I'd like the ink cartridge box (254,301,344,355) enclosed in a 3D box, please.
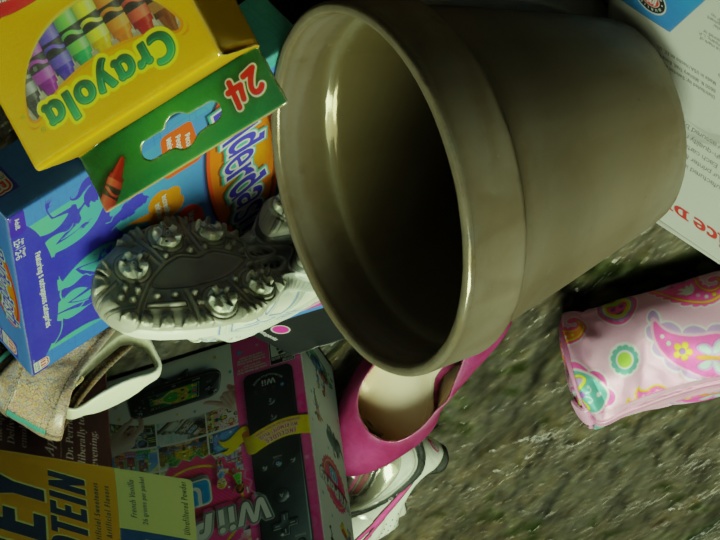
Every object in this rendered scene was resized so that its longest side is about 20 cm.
[{"bbox_3d":[0.000,0.000,1.491,0.199,0.037,0.095,-21,144,36],"label":"ink cartridge box"}]

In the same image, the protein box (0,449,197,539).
[{"bbox_3d":[-0.220,0.214,1.407,0.199,0.135,0.199,11,138,-24],"label":"protein box"}]

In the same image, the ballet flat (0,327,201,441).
[{"bbox_3d":[-0.131,0.030,1.433,0.200,0.067,0.068,-44,163,-23],"label":"ballet flat"}]

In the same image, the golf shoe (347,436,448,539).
[{"bbox_3d":[-0.013,0.179,1.721,0.092,0.073,0.200,13,137,-27],"label":"golf shoe"}]

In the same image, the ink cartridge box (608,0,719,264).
[{"bbox_3d":[0.214,-0.101,1.337,0.084,0.146,0.201,-38,147,-25],"label":"ink cartridge box"}]

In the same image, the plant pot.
[{"bbox_3d":[0.074,-0.060,1.297,0.173,0.200,0.200,-15,147,-27],"label":"plant pot"}]

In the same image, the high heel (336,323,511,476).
[{"bbox_3d":[0.032,0.075,1.560,0.067,0.096,0.200,48,117,2],"label":"high heel"}]

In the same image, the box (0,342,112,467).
[{"bbox_3d":[-0.276,0.084,1.479,0.199,0.167,0.164,19,135,-30],"label":"box"}]

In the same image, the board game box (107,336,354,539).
[{"bbox_3d":[-0.085,0.148,1.565,0.147,0.201,0.064,-18,142,11],"label":"board game box"}]

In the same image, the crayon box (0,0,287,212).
[{"bbox_3d":[-0.138,-0.141,1.212,0.127,0.201,0.051,-30,179,25],"label":"crayon box"}]

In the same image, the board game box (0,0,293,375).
[{"bbox_3d":[-0.120,-0.047,1.347,0.200,0.045,0.152,-35,152,-22],"label":"board game box"}]

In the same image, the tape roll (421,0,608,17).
[{"bbox_3d":[0.059,-0.100,1.414,0.202,0.037,0.203,-5,141,-4],"label":"tape roll"}]

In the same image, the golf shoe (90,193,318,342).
[{"bbox_3d":[-0.079,0.017,1.370,0.199,0.078,0.097,-16,148,-45],"label":"golf shoe"}]

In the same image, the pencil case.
[{"bbox_3d":[0.231,0.046,1.590,0.199,0.088,0.088,-13,141,8],"label":"pencil case"}]
